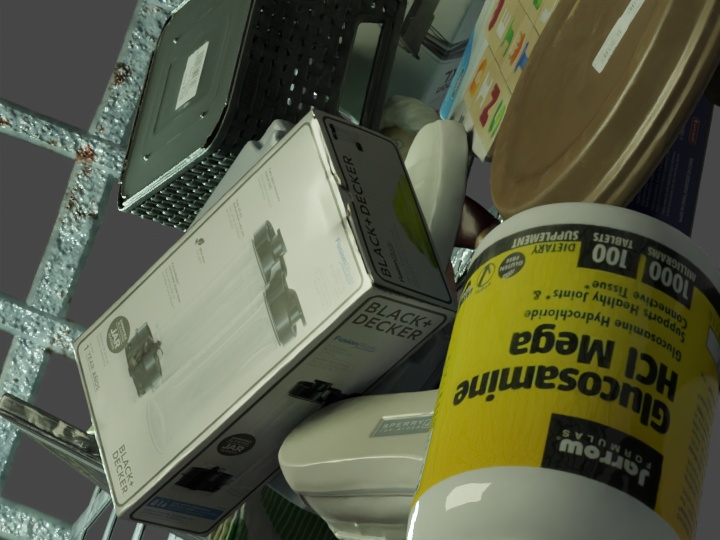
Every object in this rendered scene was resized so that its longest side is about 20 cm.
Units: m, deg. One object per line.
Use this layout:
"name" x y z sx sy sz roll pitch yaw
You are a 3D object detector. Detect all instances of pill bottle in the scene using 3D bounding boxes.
"pill bottle" 0.081 0.080 1.112 0.112 0.112 0.200 123 165 -51

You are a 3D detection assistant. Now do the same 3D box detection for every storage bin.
"storage bin" -0.062 -0.101 1.662 0.200 0.094 0.135 151 135 -65

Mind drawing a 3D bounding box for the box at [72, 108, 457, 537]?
"box" -0.050 0.029 1.383 0.200 0.060 0.117 -44 47 29

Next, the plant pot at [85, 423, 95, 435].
"plant pot" -0.033 0.069 1.676 0.200 0.187 0.187 -57 6 -16

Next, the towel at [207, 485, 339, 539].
"towel" -0.031 0.174 1.482 0.023 0.153 0.200 -19 34 27

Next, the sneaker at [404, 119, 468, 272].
"sneaker" 0.000 0.000 1.499 0.073 0.085 0.200 121 168 -70

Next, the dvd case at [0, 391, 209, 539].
"dvd case" -0.105 0.135 1.577 0.016 0.149 0.200 -60 -28 -11

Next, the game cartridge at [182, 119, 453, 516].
"game cartridge" -0.033 0.028 1.437 0.133 0.040 0.200 -51 44 16

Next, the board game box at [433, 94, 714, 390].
"board game box" 0.099 -0.008 1.372 0.200 0.062 0.200 125 164 -51

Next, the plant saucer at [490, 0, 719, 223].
"plant saucer" 0.114 -0.096 1.256 0.200 0.029 0.200 -55 15 23

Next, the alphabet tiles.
"alphabet tiles" 0.096 -0.150 1.470 0.200 0.006 0.166 -100 33 -73

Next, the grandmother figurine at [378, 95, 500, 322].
"grandmother figurine" 0.029 -0.005 1.586 0.061 0.121 0.200 46 -140 -66

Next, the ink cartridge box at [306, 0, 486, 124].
"ink cartridge box" 0.067 -0.188 1.745 0.145 0.083 0.200 -32 -25 -50

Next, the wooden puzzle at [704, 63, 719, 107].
"wooden puzzle" 0.205 -0.188 1.227 0.200 0.046 0.185 132 159 -64

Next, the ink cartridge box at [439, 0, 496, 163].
"ink cartridge box" 0.105 -0.113 1.560 0.200 0.067 0.116 -112 45 -77

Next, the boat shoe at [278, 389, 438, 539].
"boat shoe" 0.048 0.100 1.290 0.200 0.069 0.072 -9 33 38
